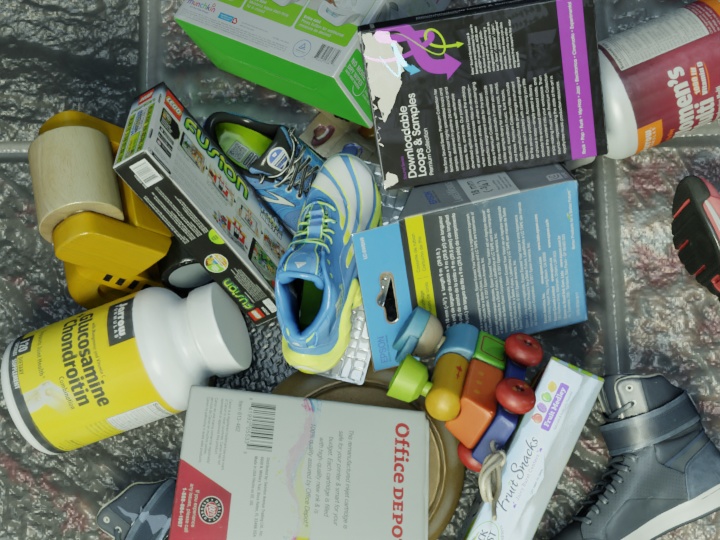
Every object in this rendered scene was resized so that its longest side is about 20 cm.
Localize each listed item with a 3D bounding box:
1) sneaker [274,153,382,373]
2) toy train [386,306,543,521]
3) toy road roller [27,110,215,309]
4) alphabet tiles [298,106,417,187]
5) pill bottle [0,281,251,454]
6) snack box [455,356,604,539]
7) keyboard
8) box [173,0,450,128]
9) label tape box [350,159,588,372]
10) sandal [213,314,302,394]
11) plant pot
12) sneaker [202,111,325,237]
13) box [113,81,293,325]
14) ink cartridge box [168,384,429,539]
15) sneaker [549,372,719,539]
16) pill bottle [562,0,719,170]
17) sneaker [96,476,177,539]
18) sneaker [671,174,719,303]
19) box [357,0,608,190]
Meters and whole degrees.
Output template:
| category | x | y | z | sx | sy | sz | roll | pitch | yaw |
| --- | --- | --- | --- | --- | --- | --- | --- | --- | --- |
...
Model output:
| category | x | y | z | sx | sy | sz | roll | pitch | yaw |
| --- | --- | --- | --- | --- | --- | --- | --- | --- | --- |
| sneaker | -0.026 | -0.016 | 1.089 | 0.076 | 0.105 | 0.200 | 5 | 75 | 8 |
| toy train | 0.072 | 0.107 | 1.025 | 0.116 | 0.200 | 0.085 | 27 | 121 | -2 |
| toy road roller | -0.228 | -0.037 | 1.135 | 0.146 | 0.200 | 0.123 | -30 | 59 | 27 |
| alphabet tiles | 0.044 | -0.149 | 1.240 | 0.200 | 0.006 | 0.166 | 39 | 82 | 10 |
| pill bottle | -0.202 | 0.080 | 1.124 | 0.200 | 0.112 | 0.112 | -21 | 77 | 11 |
| snack box | 0.135 | 0.180 | 1.092 | 0.053 | 0.142 | 0.200 | 25 | 80 | 7 |
| keyboard | 0.000 | 0.000 | 1.141 | 0.056 | 0.011 | 0.200 | 12 | 76 | 11 |
| box | -0.039 | -0.255 | 1.186 | 0.200 | 0.097 | 0.177 | 24 | 77 | 31 |
| label tape box | 0.092 | -0.006 | 1.129 | 0.200 | 0.063 | 0.144 | -13 | 119 | -6 |
| sandal | -0.101 | 0.114 | 1.171 | 0.075 | 0.048 | 0.201 | 26 | 91 | 6 |
| plant pot | -0.003 | 0.174 | 1.134 | 0.200 | 0.027 | 0.200 | 0 | 89 | -6 |
| sneaker | -0.067 | -0.083 | 1.186 | 0.200 | 0.089 | 0.079 | 29 | 80 | 5 |
| box | -0.130 | -0.056 | 1.116 | 0.035 | 0.200 | 0.110 | -26 | 33 | 21 |
| ink cartridge box | -0.050 | 0.185 | 1.044 | 0.200 | 0.083 | 0.146 | 8 | 54 | -6 |
| sneaker | 0.214 | 0.172 | 1.117 | 0.202 | 0.077 | 0.146 | -25 | 89 | -13 |
| pill bottle | 0.260 | -0.169 | 1.182 | 0.200 | 0.110 | 0.110 | -23 | 77 | -3 |
| sneaker | -0.178 | 0.278 | 1.113 | 0.146 | 0.077 | 0.202 | 27 | 87 | 16 |
| sneaker | 0.359 | -0.005 | 1.173 | 0.087 | 0.074 | 0.200 | -27 | 81 | -18 |
| box | 0.105 | -0.155 | 1.099 | 0.200 | 0.036 | 0.143 | -9 | 112 | 0 |
